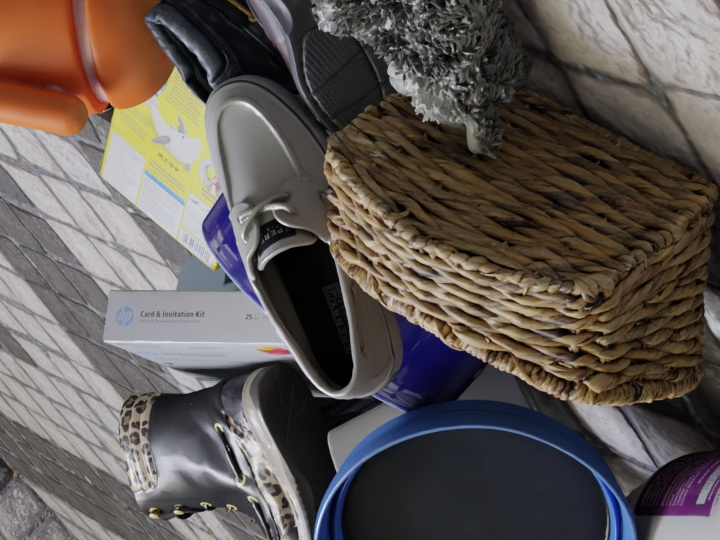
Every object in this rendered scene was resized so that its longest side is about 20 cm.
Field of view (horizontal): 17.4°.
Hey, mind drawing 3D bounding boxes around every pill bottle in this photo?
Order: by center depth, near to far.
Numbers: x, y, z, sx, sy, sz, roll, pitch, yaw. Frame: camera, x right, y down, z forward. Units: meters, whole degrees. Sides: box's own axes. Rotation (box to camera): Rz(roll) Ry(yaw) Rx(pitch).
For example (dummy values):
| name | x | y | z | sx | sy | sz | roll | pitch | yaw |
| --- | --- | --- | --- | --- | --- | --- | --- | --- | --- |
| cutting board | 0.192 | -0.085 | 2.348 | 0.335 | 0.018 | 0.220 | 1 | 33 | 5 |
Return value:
| name | x | y | z | sx | sy | sz | roll | pitch | yaw |
| --- | --- | --- | --- | --- | --- | --- | --- | --- | --- |
| pill bottle | 0.229 | 0.165 | 1.440 | 0.112 | 0.112 | 0.200 | 45 | 163 | -8 |

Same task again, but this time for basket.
| name | x | y | z | sx | sy | sz | roll | pitch | yaw |
| --- | --- | --- | --- | --- | --- | --- | --- | --- | --- |
| basket | 0.078 | 0.004 | 1.281 | 0.199 | 0.143 | 0.150 | 30 | 141 | 30 |

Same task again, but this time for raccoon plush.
| name | x | y | z | sx | sy | sz | roll | pitch | yaw |
| --- | --- | --- | --- | --- | --- | --- | --- | --- | --- |
| raccoon plush | 0.061 | -0.126 | 1.178 | 0.134 | 0.097 | 0.200 | 40 | 164 | -19 |

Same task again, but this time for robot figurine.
| name | x | y | z | sx | sy | sz | roll | pitch | yaw |
| --- | --- | --- | --- | --- | --- | --- | --- | --- | --- |
| robot figurine | -0.197 | -0.150 | 1.465 | 0.144 | 0.198 | 0.118 | -66 | -31 | -75 |

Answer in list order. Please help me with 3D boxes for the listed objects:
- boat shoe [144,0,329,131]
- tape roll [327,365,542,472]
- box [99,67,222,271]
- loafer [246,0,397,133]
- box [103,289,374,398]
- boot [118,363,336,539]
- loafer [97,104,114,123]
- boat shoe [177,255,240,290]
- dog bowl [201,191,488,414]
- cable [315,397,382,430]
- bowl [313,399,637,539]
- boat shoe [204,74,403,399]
| name | x | y | z | sx | sy | sz | roll | pitch | yaw |
| --- | --- | --- | --- | --- | --- | --- | --- | --- | --- |
| boat shoe | -0.041 | -0.110 | 1.430 | 0.200 | 0.091 | 0.071 | 47 | 163 | -14 |
| tape roll | 0.082 | 0.168 | 1.605 | 0.204 | 0.138 | 0.203 | 62 | -175 | -9 |
| box | -0.105 | -0.109 | 1.561 | 0.117 | 0.048 | 0.201 | 39 | 140 | 18 |
| loafer | -0.028 | -0.154 | 1.365 | 0.201 | 0.072 | 0.063 | 55 | 180 | -16 |
| box | -0.068 | 0.054 | 1.674 | 0.155 | 0.042 | 0.200 | 0 | 168 | 24 |
| boot | -0.082 | 0.163 | 1.673 | 0.150 | 0.073 | 0.201 | -6 | 115 | 37 |
| loafer | -0.165 | -0.134 | 1.658 | 0.073 | 0.071 | 0.201 | 59 | 168 | 32 |
| boat shoe | -0.045 | 0.009 | 1.759 | 0.090 | 0.071 | 0.200 | 18 | 164 | -37 |
| dog bowl | 0.000 | 0.000 | 1.478 | 0.200 | 0.079 | 0.200 | 37 | -168 | -9 |
| cable | -0.019 | 0.119 | 1.773 | 0.162 | 0.199 | 0.051 | 5 | 98 | 42 |
| bowl | 0.071 | 0.165 | 1.451 | 0.201 | 0.200 | 0.039 | 51 | -157 | -25 |
| boat shoe | -0.041 | -0.018 | 1.350 | 0.201 | 0.072 | 0.066 | 70 | -161 | 2 |
